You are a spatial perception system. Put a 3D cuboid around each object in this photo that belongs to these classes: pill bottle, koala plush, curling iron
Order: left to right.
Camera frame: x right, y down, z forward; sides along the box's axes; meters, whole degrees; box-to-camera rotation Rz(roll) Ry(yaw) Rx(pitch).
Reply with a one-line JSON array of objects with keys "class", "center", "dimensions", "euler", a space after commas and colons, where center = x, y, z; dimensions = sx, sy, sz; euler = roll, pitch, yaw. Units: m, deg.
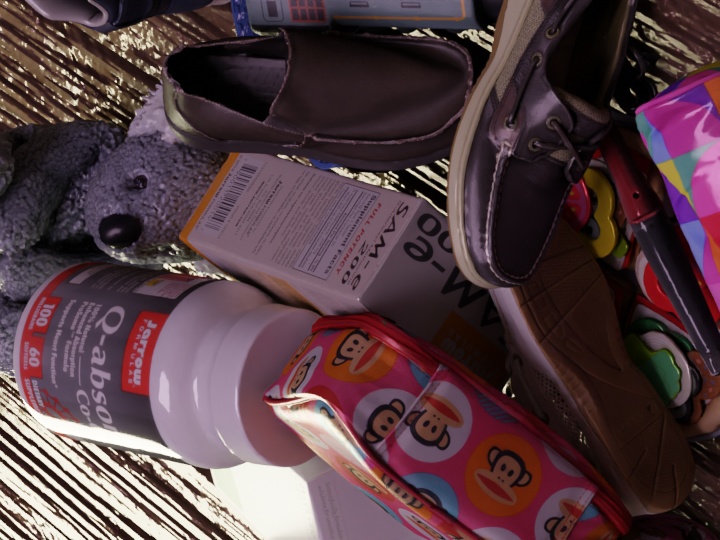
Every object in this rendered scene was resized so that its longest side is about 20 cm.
[{"class": "koala plush", "center": [-0.156, -0.046, 1.579], "dimensions": [0.200, 0.184, 0.177], "euler": [-16, 103, 30]}, {"class": "pill bottle", "center": [-0.110, 0.059, 1.436], "dimensions": [0.200, 0.116, 0.116], "euler": [7, 114, 43]}, {"class": "curling iron", "center": [0.159, -0.037, 1.264], "dimensions": [0.050, 0.026, 0.200], "euler": [-29, 71, 40]}]

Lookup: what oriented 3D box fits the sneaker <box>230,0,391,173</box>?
[{"class": "sneaker", "center": [-0.016, -0.132, 1.423], "dimensions": [0.070, 0.078, 0.200], "euler": [-58, 43, 38]}]

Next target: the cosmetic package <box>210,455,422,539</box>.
[{"class": "cosmetic package", "center": [-0.030, 0.122, 1.507], "dimensions": [0.200, 0.085, 0.108], "euler": [36, 144, 58]}]

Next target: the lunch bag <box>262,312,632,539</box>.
[{"class": "lunch bag", "center": [0.042, 0.108, 1.317], "dimensions": [0.200, 0.082, 0.176], "euler": [39, 167, -12]}]

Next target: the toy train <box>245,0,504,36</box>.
[{"class": "toy train", "center": [0.016, -0.187, 1.315], "dimensions": [0.200, 0.085, 0.114], "euler": [3, 119, 23]}]

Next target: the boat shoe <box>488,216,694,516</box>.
[{"class": "boat shoe", "center": [0.111, 0.052, 1.319], "dimensions": [0.069, 0.071, 0.200], "euler": [-27, 89, 52]}]

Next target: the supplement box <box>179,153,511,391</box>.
[{"class": "supplement box", "center": [0.000, 0.000, 1.398], "dimensions": [0.126, 0.074, 0.200], "euler": [39, 168, -36]}]

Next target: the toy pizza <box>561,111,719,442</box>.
[{"class": "toy pizza", "center": [0.152, 0.008, 1.331], "dimensions": [0.200, 0.032, 0.200], "euler": [25, 127, 39]}]

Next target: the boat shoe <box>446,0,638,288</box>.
[{"class": "boat shoe", "center": [0.100, -0.086, 1.246], "dimensions": [0.065, 0.073, 0.200], "euler": [11, 89, 46]}]

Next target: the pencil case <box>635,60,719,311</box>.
[{"class": "pencil case", "center": [0.209, -0.011, 1.214], "dimensions": [0.088, 0.088, 0.200], "euler": [-19, 92, 51]}]

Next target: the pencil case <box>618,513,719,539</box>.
[{"class": "pencil case", "center": [0.169, 0.243, 1.399], "dimensions": [0.083, 0.087, 0.200], "euler": [11, 122, 11]}]

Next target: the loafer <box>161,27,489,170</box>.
[{"class": "loafer", "center": [-0.023, -0.098, 1.306], "dimensions": [0.200, 0.071, 0.073], "euler": [-2, 74, 16]}]

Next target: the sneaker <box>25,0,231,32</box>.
[{"class": "sneaker", "center": [-0.169, -0.248, 1.471], "dimensions": [0.077, 0.146, 0.202], "euler": [-19, 93, 53]}]

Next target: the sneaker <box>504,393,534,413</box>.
[{"class": "sneaker", "center": [0.108, 0.171, 1.434], "dimensions": [0.088, 0.074, 0.200], "euler": [-13, 100, 53]}]
